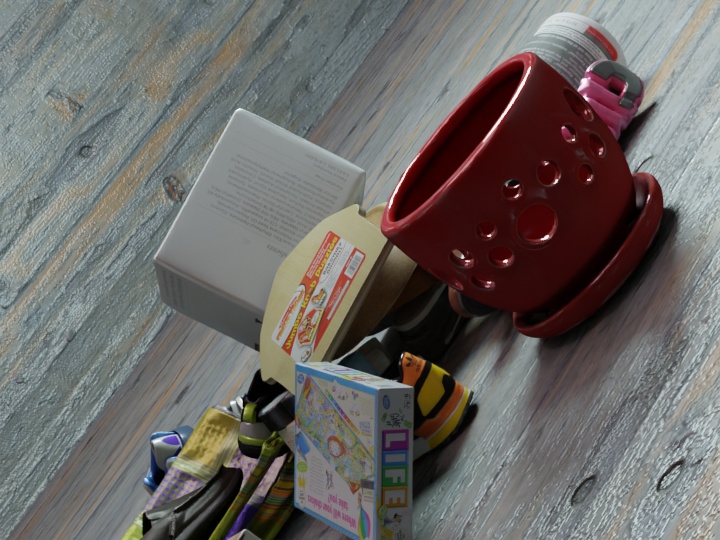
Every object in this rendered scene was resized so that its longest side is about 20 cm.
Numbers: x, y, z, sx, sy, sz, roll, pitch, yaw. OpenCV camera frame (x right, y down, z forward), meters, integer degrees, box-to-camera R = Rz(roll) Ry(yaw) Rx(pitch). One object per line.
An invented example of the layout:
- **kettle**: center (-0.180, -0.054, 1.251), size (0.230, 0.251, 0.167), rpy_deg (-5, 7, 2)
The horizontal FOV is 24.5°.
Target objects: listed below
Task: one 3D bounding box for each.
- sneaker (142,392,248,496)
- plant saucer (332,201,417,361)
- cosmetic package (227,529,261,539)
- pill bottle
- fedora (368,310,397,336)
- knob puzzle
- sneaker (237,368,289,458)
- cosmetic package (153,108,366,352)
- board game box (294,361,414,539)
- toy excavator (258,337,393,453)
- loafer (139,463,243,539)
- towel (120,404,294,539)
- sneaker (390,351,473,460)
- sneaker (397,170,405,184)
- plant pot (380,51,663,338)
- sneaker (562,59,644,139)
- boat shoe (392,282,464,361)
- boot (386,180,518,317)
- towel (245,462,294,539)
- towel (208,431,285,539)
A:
- **sneaker**: center (-0.170, 0.198, 1.937), size (0.201, 0.146, 0.081), rpy_deg (-53, 51, 20)
- **plant saucer**: center (0.000, 0.000, 1.713), size (0.200, 0.035, 0.201), rpy_deg (-48, 18, 22)
- **cosmetic package**: center (-0.144, 0.331, 1.553), size (0.200, 0.087, 0.104), rpy_deg (-39, 16, 46)
- **pill bottle**: center (0.190, -0.173, 1.780), size (0.200, 0.114, 0.114), rpy_deg (-49, 9, -27)
- **fedora**: center (0.036, -0.009, 1.876), size (0.176, 0.091, 0.200), rpy_deg (-36, 8, 13)
- **knob puzzle**: center (-0.039, 0.027, 1.656), size (0.220, 0.030, 0.221), rpy_deg (-43, 32, 35)
- **sneaker**: center (-0.077, 0.134, 1.828), size (0.071, 0.084, 0.200), rpy_deg (3, 21, 17)
- **cosmetic package**: center (-0.110, -0.035, 1.842), size (0.201, 0.164, 0.165), rpy_deg (-62, -5, -17)
- **board game box**: center (-0.009, 0.157, 1.447), size (0.200, 0.034, 0.136), rpy_deg (-171, 81, -68)
- **toy excavator**: center (-0.008, 0.129, 1.729), size (0.200, 0.100, 0.194), rpy_deg (-40, 3, -30)
- **loafer**: center (-0.197, 0.268, 1.755), size (0.200, 0.071, 0.073), rpy_deg (-46, -17, -39)
- **towel**: center (-0.166, 0.251, 1.848), size (0.201, 0.143, 0.023), rpy_deg (-56, -33, -16)
- **sneaker**: center (0.013, 0.145, 1.528), size (0.200, 0.090, 0.070), rpy_deg (-43, 13, 34)
- **sneaker**: center (0.122, -0.086, 1.926), size (0.200, 0.082, 0.072), rpy_deg (22, 101, 56)
- **plant pot**: center (0.143, -0.054, 1.417), size (0.201, 0.182, 0.201), rpy_deg (-47, 10, 11)
- **sneaker**: center (0.218, -0.118, 1.680), size (0.200, 0.079, 0.096), rpy_deg (-52, -6, -30)
- **boat shoe**: center (0.102, 0.012, 1.737), size (0.067, 0.057, 0.200), rpy_deg (-9, 36, 49)
- **boot**: center (0.065, 0.006, 1.643), size (0.199, 0.068, 0.189), rpy_deg (-27, 33, 36)
- **towel**: center (-0.114, 0.284, 1.739), size (0.201, 0.018, 0.086), rpy_deg (-55, 11, -20)
- **towel**: center (-0.140, 0.256, 1.710), size (0.201, 0.018, 0.086), rpy_deg (-58, -6, 7)
